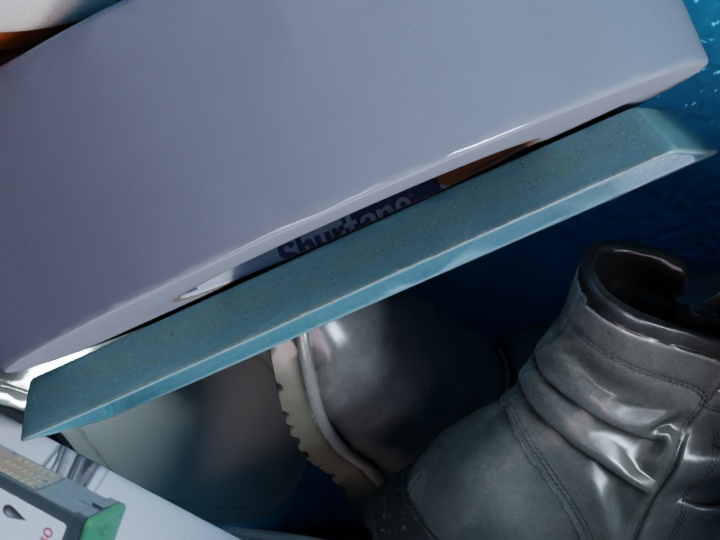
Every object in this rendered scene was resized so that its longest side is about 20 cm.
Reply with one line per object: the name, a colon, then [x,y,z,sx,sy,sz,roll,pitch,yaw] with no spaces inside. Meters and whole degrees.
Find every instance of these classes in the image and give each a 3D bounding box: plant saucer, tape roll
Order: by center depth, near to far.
tape roll: [-0.013,-0.042,0.750,0.200,0.200,0.066,-24,89,17]
plant saucer: [0.000,0.000,0.800,0.199,0.019,0.070,-25,175,16]

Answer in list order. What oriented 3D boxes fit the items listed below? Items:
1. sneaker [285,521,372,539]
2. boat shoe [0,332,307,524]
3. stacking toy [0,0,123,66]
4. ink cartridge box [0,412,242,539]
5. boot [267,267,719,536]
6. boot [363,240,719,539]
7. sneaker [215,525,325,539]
sneaker: [-0.023,0.156,1.038,0.112,0.078,0.200,32,113,-27]
boat shoe: [-0.102,0.026,0.914,0.200,0.073,0.062,24,172,-35]
stacking toy: [-0.117,-0.085,0.764,0.146,0.147,0.200,8,152,-13]
ink cartridge box: [-0.127,0.107,0.855,0.199,0.085,0.146,28,145,-5]
boot: [0.083,0.022,0.904,0.199,0.073,0.182,-11,152,15]
boot: [0.110,0.074,0.879,0.200,0.068,0.131,26,121,-33]
sneaker: [0.011,0.125,0.927,0.199,0.075,0.087,10,164,-8]
